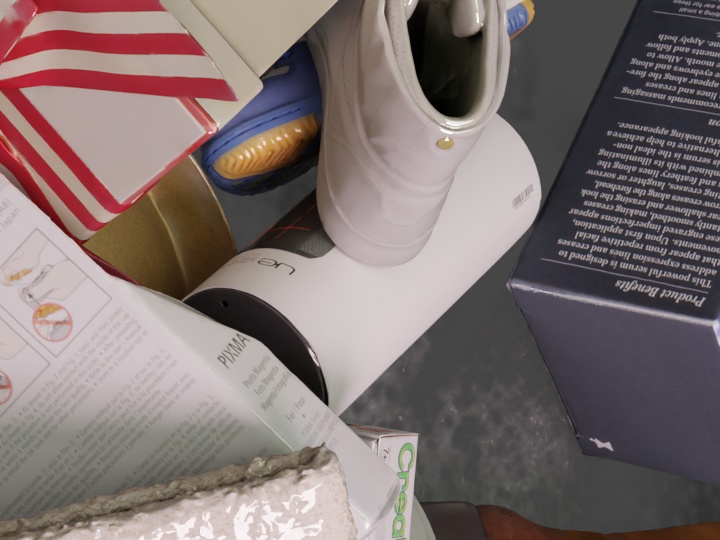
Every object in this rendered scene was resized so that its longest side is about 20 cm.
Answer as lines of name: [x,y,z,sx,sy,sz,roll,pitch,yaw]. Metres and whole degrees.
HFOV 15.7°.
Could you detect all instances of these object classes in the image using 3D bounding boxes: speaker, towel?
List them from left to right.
towel: [-0.091,0.142,0.928,0.199,0.035,0.133,-14,116,-6]
speaker: [0.000,0.000,1.126,0.200,0.081,0.082,-42,112,-48]

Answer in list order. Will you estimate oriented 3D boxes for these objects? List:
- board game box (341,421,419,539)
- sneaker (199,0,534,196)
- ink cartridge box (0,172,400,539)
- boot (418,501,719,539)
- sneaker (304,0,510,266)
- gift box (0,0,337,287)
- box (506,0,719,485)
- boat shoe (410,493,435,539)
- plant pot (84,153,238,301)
board game box: [-0.046,0.155,1.035,0.035,0.126,0.202,0,96,-58]
sneaker: [-0.012,-0.105,1.172,0.200,0.075,0.088,-34,90,-41]
ink cartridge box: [-0.110,0.070,0.981,0.200,0.163,0.057,45,23,0]
boot: [0.127,0.175,1.164,0.199,0.188,0.069,6,114,-21]
sneaker: [0.022,-0.116,1.078,0.073,0.116,0.201,5,58,-20]
gift box: [-0.098,-0.106,0.977,0.200,0.184,0.187,46,50,-2]
box: [0.169,-0.022,1.253,0.201,0.106,0.149,-64,149,-26]
boat shoe: [-0.003,0.145,1.103,0.075,0.060,0.201,31,25,-26]
plant pot: [-0.131,0.019,1.068,0.199,0.027,0.202,5,82,-41]
